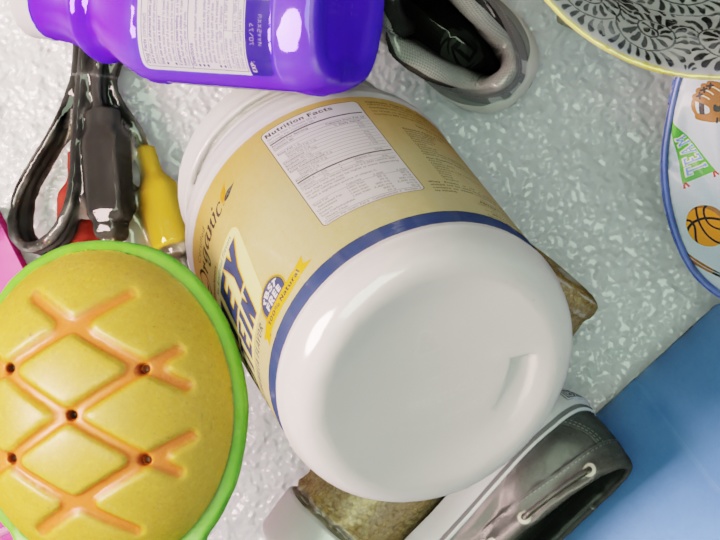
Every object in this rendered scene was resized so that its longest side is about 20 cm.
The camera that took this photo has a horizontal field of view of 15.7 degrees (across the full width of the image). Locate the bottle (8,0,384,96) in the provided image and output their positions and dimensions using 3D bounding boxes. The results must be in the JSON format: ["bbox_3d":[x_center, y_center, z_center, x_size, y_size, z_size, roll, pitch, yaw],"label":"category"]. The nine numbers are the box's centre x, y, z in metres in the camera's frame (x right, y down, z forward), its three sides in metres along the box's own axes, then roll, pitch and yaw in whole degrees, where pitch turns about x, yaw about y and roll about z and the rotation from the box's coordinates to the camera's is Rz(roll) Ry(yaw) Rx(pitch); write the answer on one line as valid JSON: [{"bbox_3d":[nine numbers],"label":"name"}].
[{"bbox_3d":[-0.083,-0.130,1.262,0.200,0.065,0.084,6,92,36],"label":"bottle"}]

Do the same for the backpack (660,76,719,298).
[{"bbox_3d":[0.239,-0.054,1.264,0.190,0.154,0.201,1,96,14],"label":"backpack"}]

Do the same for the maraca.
[{"bbox_3d":[-0.118,0.086,1.212,0.137,0.107,0.201,-2,90,16],"label":"maraca"}]

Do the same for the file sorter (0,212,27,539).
[{"bbox_3d":[-0.212,0.090,1.315,0.139,0.125,0.200,-27,91,5],"label":"file sorter"}]

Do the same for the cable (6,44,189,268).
[{"bbox_3d":[-0.134,-0.081,1.352,0.097,0.050,0.201,-5,81,22],"label":"cable"}]

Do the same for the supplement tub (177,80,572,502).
[{"bbox_3d":[0.000,0.000,1.240,0.144,0.200,0.145,-12,125,-18],"label":"supplement tub"}]

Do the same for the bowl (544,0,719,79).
[{"bbox_3d":[0.157,-0.186,1.168,0.200,0.094,0.202,0,94,3],"label":"bowl"}]

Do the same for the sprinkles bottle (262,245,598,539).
[{"bbox_3d":[0.035,0.074,1.322,0.068,0.068,0.200,38,96,1],"label":"sprinkles bottle"}]

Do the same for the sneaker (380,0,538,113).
[{"bbox_3d":[0.005,-0.153,1.286,0.200,0.115,0.075,35,96,1],"label":"sneaker"}]

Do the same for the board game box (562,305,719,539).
[{"bbox_3d":[0.191,0.117,1.315,0.200,0.039,0.158,-44,65,16],"label":"board game box"}]

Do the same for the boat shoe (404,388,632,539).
[{"bbox_3d":[0.059,0.150,1.312,0.057,0.069,0.200,44,103,31],"label":"boat shoe"}]

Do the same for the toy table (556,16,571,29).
[{"bbox_3d":[0.137,-0.207,1.273,0.200,0.117,0.184,34,95,1],"label":"toy table"}]
